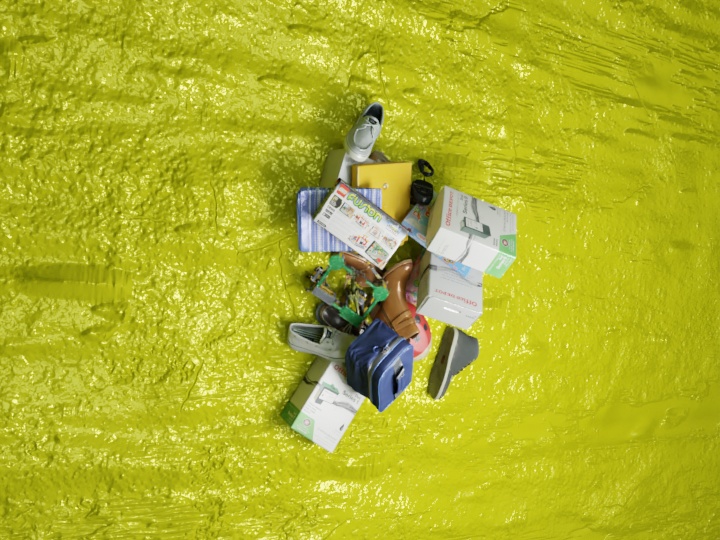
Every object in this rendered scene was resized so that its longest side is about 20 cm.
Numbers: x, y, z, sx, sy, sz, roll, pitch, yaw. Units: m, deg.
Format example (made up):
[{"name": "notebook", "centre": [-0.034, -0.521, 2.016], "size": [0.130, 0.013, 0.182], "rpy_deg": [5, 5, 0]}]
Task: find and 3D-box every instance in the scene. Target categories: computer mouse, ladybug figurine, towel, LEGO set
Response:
[{"name": "computer mouse", "centre": [0.155, -0.219, 1.594], "size": [0.057, 0.202, 0.035], "rpy_deg": [16, 127, -3]}, {"name": "ladybug figurine", "centre": [0.122, 0.160, 1.679], "size": [0.136, 0.072, 0.201], "rpy_deg": [-47, 114, -12]}, {"name": "towel", "centre": [-0.047, -0.115, 1.448], "size": [0.194, 0.024, 0.149], "rpy_deg": [-1, 106, -6]}, {"name": "LEGO set", "centre": [-0.029, 0.029, 1.549], "size": [0.196, 0.116, 0.156], "rpy_deg": [27, 110, -10]}]

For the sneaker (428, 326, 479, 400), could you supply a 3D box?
[{"name": "sneaker", "centre": [0.264, 0.268, 1.763], "size": [0.104, 0.074, 0.205], "rpy_deg": [20, 88, -25]}]

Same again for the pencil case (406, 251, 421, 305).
[{"name": "pencil case", "centre": [0.182, -0.005, 1.677], "size": [0.087, 0.087, 0.202], "rpy_deg": [37, 82, -25]}]

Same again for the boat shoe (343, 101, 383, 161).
[{"name": "boat shoe", "centre": [0.013, -0.334, 1.494], "size": [0.069, 0.072, 0.203], "rpy_deg": [29, 42, -10]}]

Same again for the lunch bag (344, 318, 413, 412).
[{"name": "lunch bag", "centre": [0.053, 0.224, 1.488], "size": [0.136, 0.131, 0.202], "rpy_deg": [-42, 151, -26]}]

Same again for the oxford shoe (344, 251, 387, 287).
[{"name": "oxford shoe", "centre": [0.000, 0.000, 1.598], "size": [0.198, 0.071, 0.072], "rpy_deg": [31, 89, -28]}]

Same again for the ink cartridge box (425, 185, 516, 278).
[{"name": "ink cartridge box", "centre": [0.261, -0.091, 1.496], "size": [0.195, 0.085, 0.149], "rpy_deg": [20, 49, -9]}]

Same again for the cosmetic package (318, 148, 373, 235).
[{"name": "cosmetic package", "centre": [-0.051, -0.180, 1.524], "size": [0.083, 0.107, 0.205], "rpy_deg": [18, 91, -27]}]

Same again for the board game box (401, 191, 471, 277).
[{"name": "board game box", "centre": [0.210, -0.096, 1.557], "size": [0.198, 0.037, 0.152], "rpy_deg": [36, 50, 6]}]

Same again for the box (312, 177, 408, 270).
[{"name": "box", "centre": [0.001, -0.103, 1.432], "size": [0.198, 0.035, 0.111], "rpy_deg": [35, 99, -17]}]

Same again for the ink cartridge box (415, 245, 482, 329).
[{"name": "ink cartridge box", "centre": [0.218, 0.022, 1.556], "size": [0.141, 0.084, 0.204], "rpy_deg": [18, 52, -11]}]

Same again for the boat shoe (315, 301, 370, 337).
[{"name": "boat shoe", "centre": [-0.020, 0.136, 1.604], "size": [0.197, 0.072, 0.074], "rpy_deg": [27, 86, -27]}]

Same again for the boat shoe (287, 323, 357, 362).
[{"name": "boat shoe", "centre": [-0.083, 0.170, 1.532], "size": [0.194, 0.075, 0.068], "rpy_deg": [5, 141, 1]}]

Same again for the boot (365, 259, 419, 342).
[{"name": "boot", "centre": [0.097, 0.088, 1.559], "size": [0.076, 0.157, 0.201], "rpy_deg": [3, 135, -46]}]

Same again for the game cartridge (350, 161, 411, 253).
[{"name": "game cartridge", "centre": [0.049, -0.153, 1.522], "size": [0.173, 0.032, 0.206], "rpy_deg": [-11, 110, -39]}]

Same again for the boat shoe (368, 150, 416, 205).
[{"name": "boat shoe", "centre": [0.096, -0.229, 1.607], "size": [0.198, 0.074, 0.070], "rpy_deg": [29, 80, -33]}]

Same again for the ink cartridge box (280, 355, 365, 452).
[{"name": "ink cartridge box", "centre": [-0.083, 0.323, 1.595], "size": [0.145, 0.084, 0.203], "rpy_deg": [37, 81, -26]}]
